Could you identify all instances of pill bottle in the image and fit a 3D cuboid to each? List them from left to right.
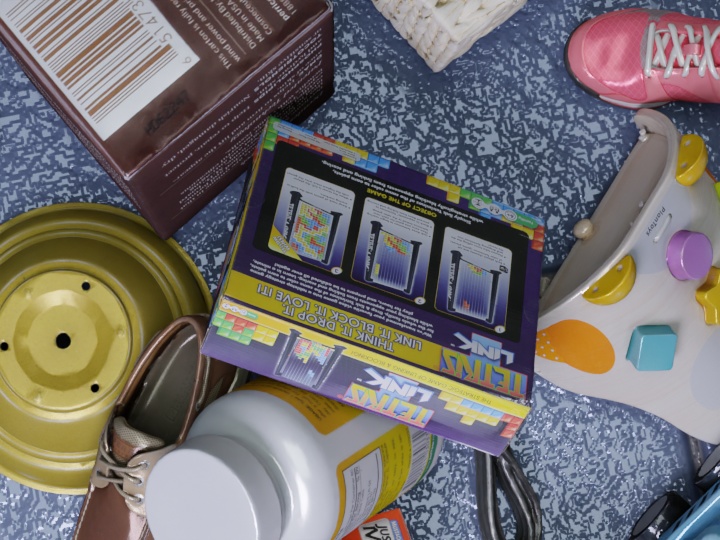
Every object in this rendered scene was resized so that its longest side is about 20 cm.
[{"bbox_3d":[-0.040,0.117,1.026,0.112,0.199,0.114,10,110,30],"label":"pill bottle"}]

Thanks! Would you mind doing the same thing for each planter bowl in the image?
[{"bbox_3d":[-0.194,0.049,1.104,0.197,0.083,0.203,0,85,-2],"label":"planter bowl"}]

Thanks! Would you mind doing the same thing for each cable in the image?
[{"bbox_3d":[0.094,0.096,1.119,0.096,0.050,0.203,7,76,-40],"label":"cable"}]

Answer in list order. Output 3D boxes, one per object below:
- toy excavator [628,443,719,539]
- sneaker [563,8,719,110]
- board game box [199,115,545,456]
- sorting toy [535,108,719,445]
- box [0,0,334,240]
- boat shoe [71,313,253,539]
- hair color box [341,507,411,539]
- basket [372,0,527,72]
[{"bbox_3d":[0.254,0.175,1.031,0.100,0.200,0.195,42,112,1],"label":"toy excavator"},{"bbox_3d":[0.242,-0.151,1.142,0.197,0.087,0.075,6,83,-2],"label":"sneaker"},{"bbox_3d":[0.013,0.008,1.031,0.198,0.057,0.167,20,46,-9],"label":"board game box"},{"bbox_3d":[0.224,0.019,1.117,0.180,0.106,0.201,41,70,-21],"label":"sorting toy"},{"bbox_3d":[-0.127,-0.148,1.064,0.164,0.200,0.166,-41,84,-6],"label":"box"},{"bbox_3d":[-0.139,0.116,1.043,0.075,0.072,0.202,19,81,24],"label":"boat shoe"},{"bbox_3d":[-0.053,0.238,1.075,0.198,0.064,0.112,-17,128,-5],"label":"hair color box"},{"bbox_3d":[0.089,-0.243,1.123,0.199,0.136,0.124,-38,91,-6],"label":"basket"}]
